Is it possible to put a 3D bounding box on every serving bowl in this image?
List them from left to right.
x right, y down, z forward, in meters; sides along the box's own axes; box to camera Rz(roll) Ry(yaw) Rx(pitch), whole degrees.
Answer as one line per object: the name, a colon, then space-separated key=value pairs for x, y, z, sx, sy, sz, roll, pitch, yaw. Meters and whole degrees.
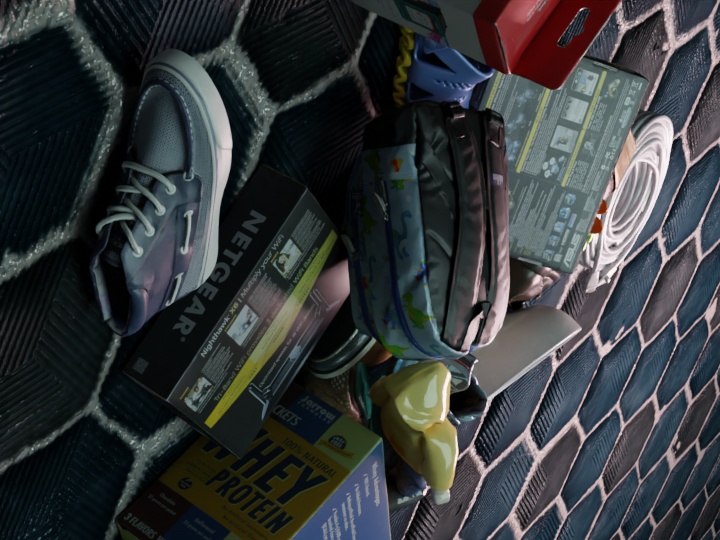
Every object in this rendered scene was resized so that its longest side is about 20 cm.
serving bowl: x=0.146 y=0.098 z=1.568 sx=0.199 sy=0.066 sz=0.200 roll=-36 pitch=173 yaw=-5

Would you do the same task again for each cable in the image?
cable: x=0.301 y=-0.100 z=1.702 sx=0.200 sy=0.069 sz=0.201 roll=-47 pitch=149 yaw=-28

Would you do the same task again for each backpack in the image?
backpack: x=0.060 y=-0.025 z=1.197 sx=0.162 sy=0.152 sz=0.203 roll=-4 pitch=77 yaw=-56

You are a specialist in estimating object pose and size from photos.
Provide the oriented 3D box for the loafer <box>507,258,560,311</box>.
loafer: x=0.166 y=0.004 z=1.543 sx=0.072 sy=0.073 sz=0.200 roll=-49 pitch=168 yaw=4

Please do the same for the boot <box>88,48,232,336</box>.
boot: x=-0.141 y=-0.047 z=0.976 sx=0.090 sy=0.072 sz=0.202 roll=-44 pitch=149 yaw=-41

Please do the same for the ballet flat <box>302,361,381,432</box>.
ballet flat: x=-0.013 y=0.135 z=1.379 sx=0.201 sy=0.064 sz=0.071 roll=69 pitch=25 yaw=-57

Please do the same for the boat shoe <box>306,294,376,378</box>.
boat shoe: x=0.000 y=0.000 z=1.280 sx=0.201 sy=0.072 sz=0.062 roll=-58 pitch=141 yaw=-14

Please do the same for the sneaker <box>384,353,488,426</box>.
sneaker: x=0.072 y=0.131 z=1.356 sx=0.201 sy=0.094 sz=0.080 roll=87 pitch=23 yaw=-59

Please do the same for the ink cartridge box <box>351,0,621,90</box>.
ink cartridge box: x=0.091 y=-0.229 z=1.073 sx=0.117 sy=0.199 sz=0.067 roll=-54 pitch=152 yaw=-14

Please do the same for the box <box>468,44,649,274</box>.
box: x=0.163 y=-0.111 z=1.337 sx=0.159 sy=0.049 sz=0.203 roll=13 pitch=106 yaw=-23

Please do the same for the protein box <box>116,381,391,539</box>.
protein box: x=-0.085 y=0.241 z=1.270 sx=0.200 sy=0.134 sz=0.200 roll=-44 pitch=148 yaw=-30

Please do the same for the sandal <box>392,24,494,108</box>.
sandal: x=0.077 y=-0.182 z=1.220 sx=0.080 sy=0.086 sz=0.201 roll=-49 pitch=152 yaw=-26

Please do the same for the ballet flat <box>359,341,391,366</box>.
ballet flat: x=0.057 y=0.010 z=1.376 sx=0.069 sy=0.063 sz=0.201 roll=47 pitch=60 yaw=-15

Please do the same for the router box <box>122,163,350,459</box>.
router box: x=-0.089 y=0.038 z=1.166 sx=0.201 sy=0.052 sz=0.157 roll=-56 pitch=152 yaw=-12

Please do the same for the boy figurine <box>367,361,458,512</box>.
boy figurine: x=0.045 y=0.146 z=1.255 sx=0.064 sy=0.125 sz=0.201 roll=-23 pitch=157 yaw=-20

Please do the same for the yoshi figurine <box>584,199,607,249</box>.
yoshi figurine: x=0.176 y=-0.108 z=1.428 sx=0.111 sy=0.112 sz=0.202 roll=-22 pitch=114 yaw=-13

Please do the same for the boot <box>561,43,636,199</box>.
boot: x=0.215 y=-0.124 z=1.519 sx=0.167 sy=0.072 sz=0.200 roll=-48 pitch=136 yaw=-9
